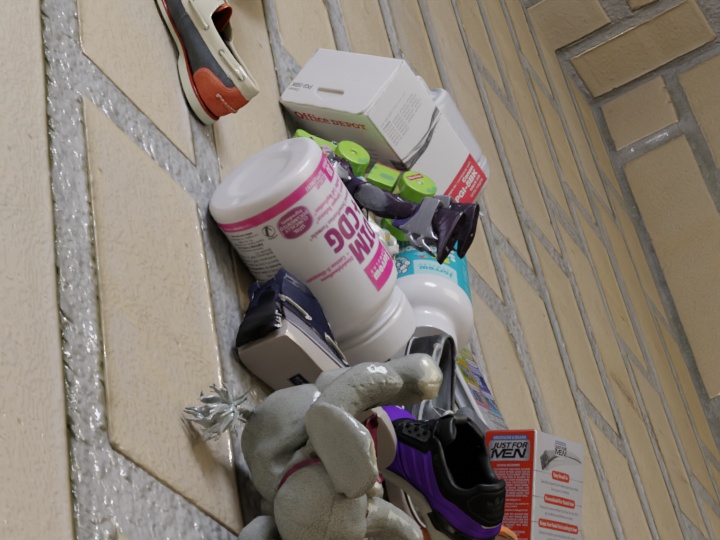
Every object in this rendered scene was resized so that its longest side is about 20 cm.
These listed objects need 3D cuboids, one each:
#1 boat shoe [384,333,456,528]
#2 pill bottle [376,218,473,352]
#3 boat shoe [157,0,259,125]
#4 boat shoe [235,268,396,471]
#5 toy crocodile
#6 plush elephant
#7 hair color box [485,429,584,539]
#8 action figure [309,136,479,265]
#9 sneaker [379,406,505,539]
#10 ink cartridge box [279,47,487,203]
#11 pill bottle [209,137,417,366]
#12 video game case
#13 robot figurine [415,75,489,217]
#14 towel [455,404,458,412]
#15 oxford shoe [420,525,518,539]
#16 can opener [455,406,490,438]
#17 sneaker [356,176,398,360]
[{"bbox_3d":[0.067,0.154,1.581,0.074,0.068,0.200,48,38,-47],"label":"boat shoe"},{"bbox_3d":[0.062,0.027,1.746,0.111,0.111,0.200,54,18,-30],"label":"pill bottle"},{"bbox_3d":[-0.147,-0.231,1.582,0.071,0.063,0.200,37,30,-54],"label":"boat shoe"},{"bbox_3d":[-0.031,0.084,1.429,0.200,0.075,0.093,53,25,-34],"label":"boat shoe"},{"bbox_3d":[0.015,-0.088,1.724,0.200,0.068,0.062,25,32,1],"label":"toy crocodile"},{"bbox_3d":[-0.020,0.157,1.220,0.200,0.165,0.155,11,33,-34],"label":"plush elephant"},{"bbox_3d":[0.171,0.265,1.652,0.111,0.064,0.200,22,69,-54],"label":"hair color box"},{"bbox_3d":[0.008,-0.067,1.564,0.200,0.069,0.130,22,-1,21],"label":"action figure"},{"bbox_3d":[0.067,0.158,1.461,0.070,0.100,0.200,-10,39,-35],"label":"sneaker"},{"bbox_3d":[0.027,-0.146,1.825,0.147,0.083,0.200,16,-26,45],"label":"ink cartridge box"},{"bbox_3d":[-0.038,-0.010,1.486,0.200,0.113,0.113,56,18,-24],"label":"pill bottle"},{"bbox_3d":[0.133,0.154,1.872,0.182,0.022,0.200,64,8,15],"label":"video game case"},{"bbox_3d":[0.090,-0.151,2.104,0.200,0.113,0.170,58,-7,-17],"label":"robot figurine"},{"bbox_3d":[0.104,0.229,1.725,0.200,0.035,0.193,60,19,-20],"label":"towel"},{"bbox_3d":[0.087,0.275,1.517,0.200,0.071,0.073,8,62,-53],"label":"oxford shoe"},{"bbox_3d":[0.141,0.218,1.703,0.200,0.053,0.067,48,25,-42],"label":"can opener"},{"bbox_3d":[0.000,0.000,1.650,0.077,0.081,0.200,26,41,-67],"label":"sneaker"}]
